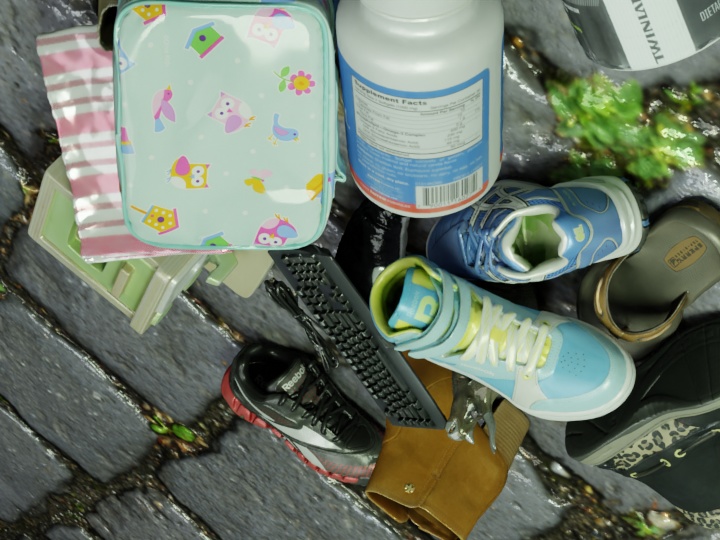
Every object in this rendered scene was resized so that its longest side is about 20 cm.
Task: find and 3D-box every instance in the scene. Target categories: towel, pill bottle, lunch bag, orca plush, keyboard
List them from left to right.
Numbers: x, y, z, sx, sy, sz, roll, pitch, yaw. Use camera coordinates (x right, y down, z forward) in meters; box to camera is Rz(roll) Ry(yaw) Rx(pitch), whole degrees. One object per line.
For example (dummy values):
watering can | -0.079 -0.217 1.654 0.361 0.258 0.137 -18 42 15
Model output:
towel | -0.185 -0.105 1.361 0.145 0.030 0.201 -4 108 21
lunch bag | -0.088 -0.108 1.130 0.159 0.077 0.201 -1 125 -5
keyboard | -0.016 0.055 1.355 0.127 0.021 0.200 5 135 53
orca plush | 0.000 0.000 1.327 0.200 0.071 0.106 119 134 -60
pill bottle | 0.041 -0.139 1.100 0.112 0.112 0.201 25 146 22
pill bottle | 0.136 -0.217 0.898 0.106 0.106 0.201 6 136 43

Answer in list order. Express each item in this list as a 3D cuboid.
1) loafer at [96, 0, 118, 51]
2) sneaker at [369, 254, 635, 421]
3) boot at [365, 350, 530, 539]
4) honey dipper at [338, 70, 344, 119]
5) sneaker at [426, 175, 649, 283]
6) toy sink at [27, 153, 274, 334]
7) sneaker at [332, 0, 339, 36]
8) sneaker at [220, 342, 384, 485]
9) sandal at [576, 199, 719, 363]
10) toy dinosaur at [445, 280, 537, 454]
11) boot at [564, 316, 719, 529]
loafer | -0.161 -0.199 1.199 0.201 0.067 0.076 64 148 19
sneaker | 0.091 0.049 1.189 0.199 0.080 0.130 15 173 32
boot | 0.039 0.135 1.432 0.201 0.144 0.071 35 149 7
honey dipper | -0.054 -0.131 1.294 0.200 0.038 0.038 -2 131 54
sneaker | 0.110 -0.028 1.184 0.200 0.077 0.076 -14 94 51
toy sink | -0.188 -0.029 1.493 0.200 0.112 0.130 39 150 0
sneaker | -0.046 -0.166 1.194 0.078 0.066 0.200 13 132 -28
sneaker | -0.049 0.136 1.600 0.200 0.071 0.098 33 151 14
sandal | 0.206 0.019 1.185 0.082 0.055 0.200 40 150 -1
toy dinosaur | 0.102 0.035 1.317 0.102 0.077 0.201 26 117 14
boot | 0.274 0.117 1.235 0.153 0.074 0.203 33 133 -28
